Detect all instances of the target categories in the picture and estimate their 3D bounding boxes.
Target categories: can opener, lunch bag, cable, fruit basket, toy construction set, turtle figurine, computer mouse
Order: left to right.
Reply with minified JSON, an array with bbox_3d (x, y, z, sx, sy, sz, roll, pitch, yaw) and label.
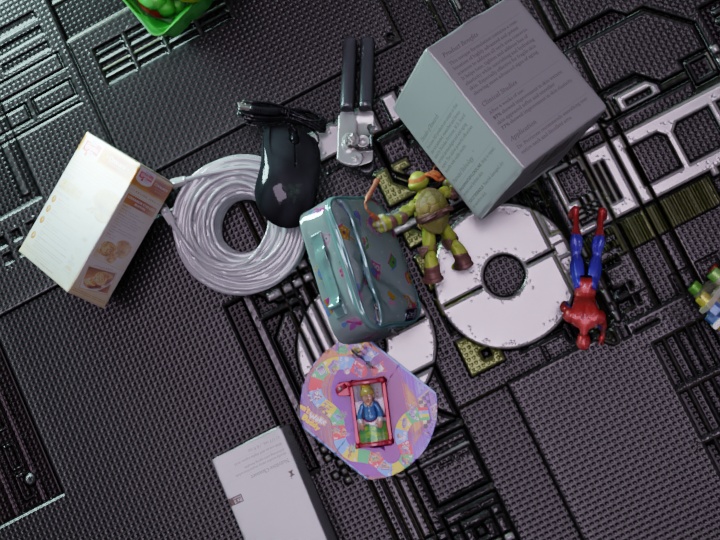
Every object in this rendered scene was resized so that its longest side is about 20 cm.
[{"bbox_3d":[-0.252,-0.435,1.469,0.215,0.216,0.156,-41,82,2],"label":"fruit basket"},{"bbox_3d":[-0.170,-0.064,1.493,0.198,0.069,0.202,-23,83,3],"label":"cable"},{"bbox_3d":[-0.103,-0.156,1.445,0.136,0.053,0.203,8,60,-20],"label":"computer mouse"},{"bbox_3d":[-0.005,-0.237,1.498,0.052,0.067,0.203,0,76,5],"label":"can opener"},{"bbox_3d":[0.000,0.000,1.415,0.076,0.160,0.203,-25,78,28],"label":"lunch bag"},{"bbox_3d":[0.106,-0.074,1.444,0.199,0.064,0.163,-28,102,-34],"label":"turtle figurine"},{"bbox_3d":[0.517,-0.004,1.374,0.199,0.131,0.093,-35,83,2],"label":"toy construction set"}]

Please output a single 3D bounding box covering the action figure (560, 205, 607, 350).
[{"bbox_3d":[0.309,0.024,1.438,0.064,0.099,0.203,4,63,10],"label":"action figure"}]

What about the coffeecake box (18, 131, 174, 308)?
[{"bbox_3d":[-0.377,-0.074,1.483,0.153,0.073,0.202,30,89,41],"label":"coffeecake box"}]

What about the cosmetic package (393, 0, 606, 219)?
[{"bbox_3d":[0.181,-0.216,1.392,0.166,0.167,0.201,-34,81,-23],"label":"cosmetic package"}]

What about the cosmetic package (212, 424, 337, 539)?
[{"bbox_3d":[-0.113,0.329,1.445,0.112,0.081,0.202,-26,82,2],"label":"cosmetic package"}]

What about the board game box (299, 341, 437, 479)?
[{"bbox_3d":[0.007,0.194,1.462,0.199,0.039,0.159,38,90,9],"label":"board game box"}]
